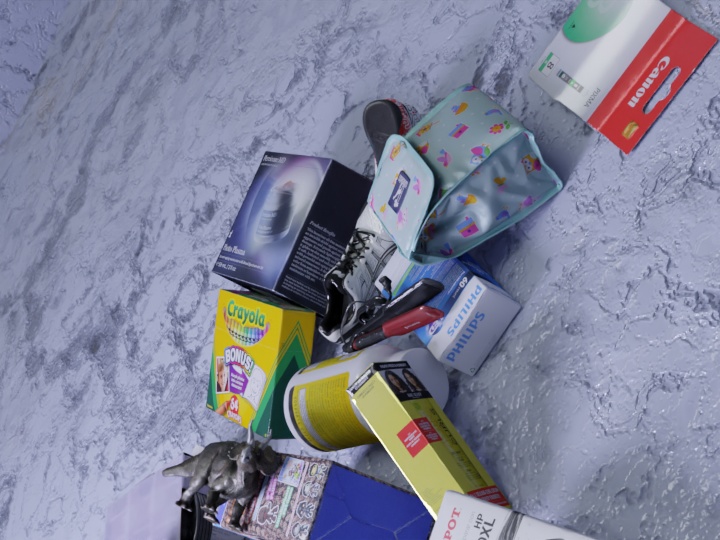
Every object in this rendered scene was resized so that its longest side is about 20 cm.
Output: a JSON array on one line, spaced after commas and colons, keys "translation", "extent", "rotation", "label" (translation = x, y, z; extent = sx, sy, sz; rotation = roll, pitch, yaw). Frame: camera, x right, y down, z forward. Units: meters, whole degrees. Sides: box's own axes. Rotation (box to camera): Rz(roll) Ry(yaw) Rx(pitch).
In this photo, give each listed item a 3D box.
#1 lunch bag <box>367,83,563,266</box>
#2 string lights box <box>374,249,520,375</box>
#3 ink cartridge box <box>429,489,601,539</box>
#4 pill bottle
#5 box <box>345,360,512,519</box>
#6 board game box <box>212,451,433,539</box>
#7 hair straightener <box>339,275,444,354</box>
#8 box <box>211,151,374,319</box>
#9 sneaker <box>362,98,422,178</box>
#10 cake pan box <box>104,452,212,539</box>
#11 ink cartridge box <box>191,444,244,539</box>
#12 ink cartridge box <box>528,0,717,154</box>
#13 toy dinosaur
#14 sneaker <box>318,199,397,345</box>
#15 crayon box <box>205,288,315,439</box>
[{"translation": [0.107, -0.105, 1.484], "extent": [0.200, 0.122, 0.170], "rotation": [-37, 34, 2], "label": "lunch bag"}, {"translation": [0.099, 0.028, 1.492], "extent": [0.103, 0.059, 0.200], "rotation": [-56, 32, 11], "label": "string lights box"}, {"translation": [0.152, 0.300, 1.141], "extent": [0.200, 0.084, 0.145], "rotation": [11, 76, 40], "label": "ink cartridge box"}, {"translation": [0.008, 0.149, 1.485], "extent": [0.200, 0.111, 0.112], "rotation": [-20, 51, 48], "label": "pill bottle"}, {"translation": [0.071, 0.187, 1.319], "extent": [0.050, 0.075, 0.200], "rotation": [-46, 64, 23], "label": "box"}, {"translation": [-0.042, 0.275, 1.418], "extent": [0.200, 0.159, 0.097], "rotation": [-4, 64, 55], "label": "board game box"}, {"translation": [0.034, 0.048, 1.494], "extent": [0.200, 0.041, 0.077], "rotation": [-35, 45, 52], "label": "hair straightener"}, {"translation": [-0.086, -0.053, 1.762], "extent": [0.200, 0.123, 0.199], "rotation": [13, 77, 57], "label": "box"}, {"translation": [0.057, -0.128, 1.668], "extent": [0.067, 0.108, 0.202], "rotation": [-7, 94, 23], "label": "sneaker"}, {"translation": [-0.272, 0.362, 1.662], "extent": [0.200, 0.052, 0.185], "rotation": [-37, 44, 34], "label": "cake pan box"}, {"translation": [-0.211, 0.348, 1.695], "extent": [0.116, 0.068, 0.201], "rotation": [7, 74, 56], "label": "ink cartridge box"}, {"translation": [0.291, -0.242, 1.427], "extent": [0.161, 0.050, 0.200], "rotation": [-54, 31, 14], "label": "ink cartridge box"}, {"translation": [-0.153, 0.230, 1.411], "extent": [0.200, 0.077, 0.102], "rotation": [-10, 48, 58], "label": "toy dinosaur"}, {"translation": [0.000, 0.000, 1.589], "extent": [0.076, 0.088, 0.201], "rotation": [10, 90, 45], "label": "sneaker"}, {"translation": [-0.140, 0.124, 1.719], "extent": [0.200, 0.058, 0.173], "rotation": [13, 98, 58], "label": "crayon box"}]
